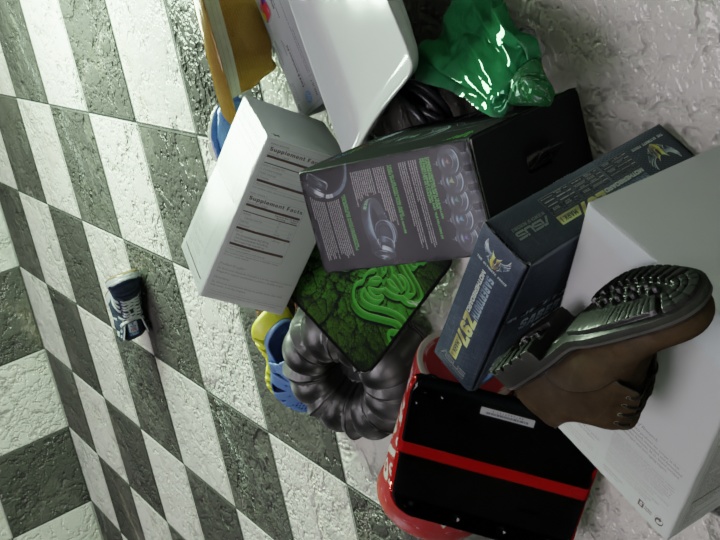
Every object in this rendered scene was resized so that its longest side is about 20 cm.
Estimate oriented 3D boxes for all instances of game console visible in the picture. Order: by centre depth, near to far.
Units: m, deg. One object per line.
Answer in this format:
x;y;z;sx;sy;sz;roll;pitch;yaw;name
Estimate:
0.131;0.192;1.070;0.196;0.031;0.180;13;122;6;game console

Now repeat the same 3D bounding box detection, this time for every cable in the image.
0.045;-0.130;1.107;0.164;0.050;0.202;50;153;30;cable

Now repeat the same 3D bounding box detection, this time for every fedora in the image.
-0.149;-0.275;1.294;0.201;0.080;0.204;165;90;-85;fedora

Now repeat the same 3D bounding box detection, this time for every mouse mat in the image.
0.000;0.000;1.202;0.007;0.162;0.200;31;-172;-48;mouse mat

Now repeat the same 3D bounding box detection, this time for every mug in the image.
0.116;0.174;1.158;0.135;0.174;0.203;-88;6;-52;mug

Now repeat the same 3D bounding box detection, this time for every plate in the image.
-0.005;-0.235;1.032;0.203;0.032;0.200;70;156;12;plate

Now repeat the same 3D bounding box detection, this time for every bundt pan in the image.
-0.011;0.117;1.268;0.199;0.076;0.205;18;129;23;bundt pan

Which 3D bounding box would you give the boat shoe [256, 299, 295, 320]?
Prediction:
-0.116;0.031;1.485;0.068;0.071;0.202;48;145;36;boat shoe

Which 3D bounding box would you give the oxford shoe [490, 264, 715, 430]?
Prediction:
0.168;0.055;0.694;0.085;0.072;0.200;49;152;1;oxford shoe

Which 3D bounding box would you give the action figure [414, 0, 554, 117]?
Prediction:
0.109;-0.173;0.882;0.119;0.054;0.201;-62;24;19;action figure

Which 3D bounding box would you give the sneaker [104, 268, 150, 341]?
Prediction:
-0.451;0.071;2.111;0.110;0.069;0.200;69;160;9;sneaker

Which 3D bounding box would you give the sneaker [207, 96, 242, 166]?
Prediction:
-0.136;-0.135;1.420;0.088;0.078;0.204;-18;89;41;sneaker

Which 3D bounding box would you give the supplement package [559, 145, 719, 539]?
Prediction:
0.242;0.048;0.774;0.152;0.149;0.202;46;146;35;supplement package

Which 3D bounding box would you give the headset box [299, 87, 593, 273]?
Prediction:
0.081;-0.075;0.909;0.198;0.173;0.094;-6;105;44;headset box

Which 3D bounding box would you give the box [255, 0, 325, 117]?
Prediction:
-0.040;-0.269;1.173;0.199;0.041;0.158;-21;91;62;box

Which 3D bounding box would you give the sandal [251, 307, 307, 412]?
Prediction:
-0.087;0.137;1.468;0.087;0.079;0.201;41;163;36;sandal

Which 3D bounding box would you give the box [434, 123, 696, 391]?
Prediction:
0.157;-0.009;0.831;0.051;0.198;0.159;45;145;24;box

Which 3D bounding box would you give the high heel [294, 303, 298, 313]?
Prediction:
-0.052;0.015;1.358;0.142;0.071;0.202;39;148;37;high heel

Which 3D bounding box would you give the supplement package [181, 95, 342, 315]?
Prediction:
-0.109;-0.072;1.220;0.202;0.108;0.114;-63;32;22;supplement package
